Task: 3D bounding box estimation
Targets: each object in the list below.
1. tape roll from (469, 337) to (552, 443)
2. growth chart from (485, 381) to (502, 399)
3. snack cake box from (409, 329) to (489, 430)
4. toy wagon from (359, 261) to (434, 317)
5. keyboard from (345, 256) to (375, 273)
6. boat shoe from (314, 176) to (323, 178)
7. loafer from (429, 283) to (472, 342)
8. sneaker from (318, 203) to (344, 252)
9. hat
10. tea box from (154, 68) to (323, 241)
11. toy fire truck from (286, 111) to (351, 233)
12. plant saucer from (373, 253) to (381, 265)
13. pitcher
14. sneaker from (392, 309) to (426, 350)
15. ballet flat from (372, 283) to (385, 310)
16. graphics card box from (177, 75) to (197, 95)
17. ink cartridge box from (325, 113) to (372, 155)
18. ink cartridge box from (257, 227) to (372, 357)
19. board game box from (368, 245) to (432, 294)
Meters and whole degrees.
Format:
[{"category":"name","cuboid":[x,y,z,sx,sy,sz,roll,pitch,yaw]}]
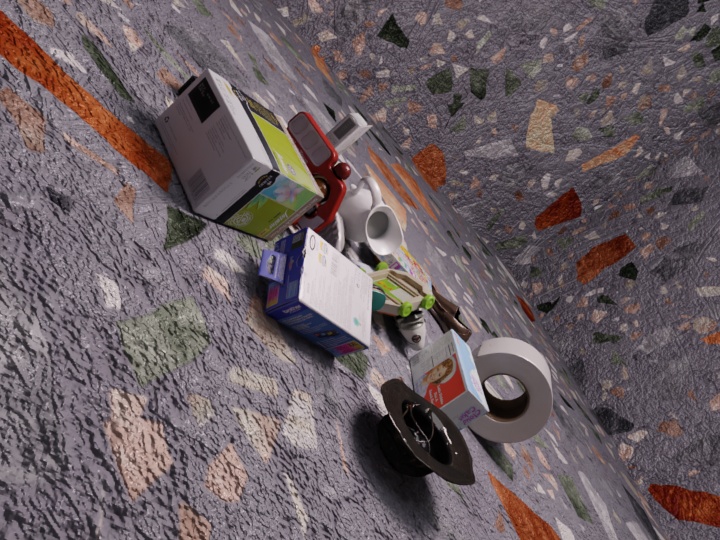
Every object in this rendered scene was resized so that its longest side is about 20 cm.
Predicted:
[{"category":"tape roll","cuboid":[0.319,0.260,1.305,0.203,0.203,0.139,54,17,5]},{"category":"growth chart","cuboid":[0.336,0.338,1.506,0.145,0.018,0.200,51,17,-5]},{"category":"snack cake box","cuboid":[0.167,0.218,1.142,0.067,0.115,0.200,46,19,-21]},{"category":"toy wagon","cuboid":[0.051,0.044,1.224,0.200,0.040,0.155,-14,39,-41]},{"category":"keyboard","cuboid":[0.000,0.000,1.327,0.056,0.011,0.200,55,16,25]},{"category":"boat shoe","cuboid":[-0.082,-0.202,1.423,0.201,0.073,0.063,-76,157,-75]},{"category":"loafer","cuboid":[0.239,0.113,1.609,0.200,0.071,0.073,58,18,16]},{"category":"sneaker","cuboid":[-0.056,-0.090,1.240,0.082,0.075,0.200,39,21,-33]},{"category":"hat","cuboid":[0.082,0.264,0.897,0.201,0.081,0.201,41,15,-13]},{"category":"tea box","cuboid":[-0.195,-0.181,0.968,0.197,0.134,0.200,21,36,-58]},{"category":"toy fire truck","cuboid":[-0.109,-0.178,1.122,0.200,0.168,0.112,55,18,8]},{"category":"plant saucer","cuboid":[0.097,0.007,1.512,0.200,0.037,0.200,46,18,-19]},{"category":"pitcher","cuboid":[0.006,-0.139,1.321,0.200,0.121,0.172,37,-38,59]},{"category":"sneaker","cuboid":[0.105,0.109,1.294,0.200,0.074,0.089,-89,165,-69]},{"category":"ballet flat","cuboid":[-0.041,0.026,1.067,0.200,0.068,0.068,25,12,-39]},{"category":"graphics card box","cuboid":[-0.264,-0.311,1.187,0.126,0.051,0.200,54,16,4]},{"category":"ink cartridge box","cuboid":[-0.069,-0.294,1.403,0.044,0.200,0.174,50,17,-6]},{"category":"ink cartridge box","cuboid":[-0.069,0.029,0.914,0.200,0.076,0.137,40,40,-40]},{"category":"board game box","cuboid":[0.100,-0.018,1.448,0.200,0.034,0.134,47,18,-15]}]
